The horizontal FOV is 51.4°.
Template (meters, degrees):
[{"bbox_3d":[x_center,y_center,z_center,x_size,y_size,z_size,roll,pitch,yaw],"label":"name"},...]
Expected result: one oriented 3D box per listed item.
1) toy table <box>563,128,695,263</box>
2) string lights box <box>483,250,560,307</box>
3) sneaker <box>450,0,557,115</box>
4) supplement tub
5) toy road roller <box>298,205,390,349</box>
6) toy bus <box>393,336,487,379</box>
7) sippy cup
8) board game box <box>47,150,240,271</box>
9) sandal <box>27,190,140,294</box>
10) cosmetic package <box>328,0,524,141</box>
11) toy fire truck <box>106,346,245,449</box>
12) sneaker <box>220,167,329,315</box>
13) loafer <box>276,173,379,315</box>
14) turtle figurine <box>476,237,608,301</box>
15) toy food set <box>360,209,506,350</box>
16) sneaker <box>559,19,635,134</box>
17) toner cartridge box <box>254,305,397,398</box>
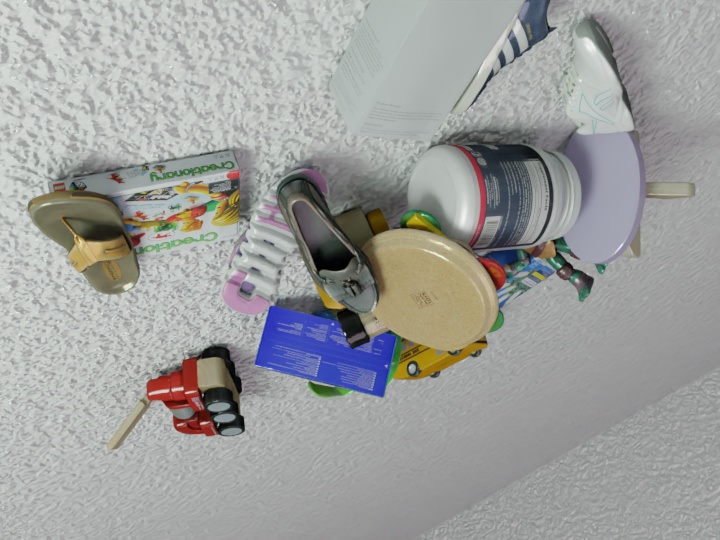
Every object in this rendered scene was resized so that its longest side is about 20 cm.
[{"bbox_3d":[0.363,-0.110,1.067,0.117,0.183,0.201,3,99,-43],"label":"toy table"},{"bbox_3d":[0.244,0.011,1.290,0.200,0.059,0.103,-37,149,22],"label":"string lights box"},{"bbox_3d":[0.157,-0.246,0.798,0.084,0.075,0.200,-1,143,-27],"label":"sneaker"},{"bbox_3d":[0.175,-0.096,0.988,0.199,0.141,0.141,-6,146,-29],"label":"supplement tub"},{"bbox_3d":[0.000,0.000,1.071,0.122,0.146,0.201,-24,113,2],"label":"toy road roller"},{"bbox_3d":[0.137,0.146,1.379,0.065,0.079,0.200,9,148,-40],"label":"toy bus"},{"bbox_3d":[-0.023,0.125,1.227,0.130,0.179,0.139,18,169,-35],"label":"sippy cup"},{"bbox_3d":[-0.237,-0.067,0.849,0.199,0.035,0.126,-13,150,-17],"label":"board game box"},{"bbox_3d":[-0.283,-0.019,0.801,0.080,0.054,0.200,-18,150,-7],"label":"sandal"},{"bbox_3d":[0.062,-0.230,0.755,0.112,0.081,0.200,-1,142,-34],"label":"cosmetic package"},{"bbox_3d":[-0.297,0.225,1.210,0.199,0.129,0.176,-8,149,-3],"label":"toy fire truck"},{"bbox_3d":[-0.113,-0.046,0.938,0.080,0.089,0.201,28,105,-21],"label":"sneaker"},{"bbox_3d":[-0.038,-0.018,0.884,0.072,0.063,0.200,-30,115,5],"label":"loafer"},{"bbox_3d":[0.273,-0.036,1.149,0.101,0.199,0.150,-60,170,-26],"label":"turtle figurine"},{"bbox_3d":[0.088,0.022,0.948,0.198,0.200,0.049,-42,-169,48],"label":"toy food set"},{"bbox_3d":[0.286,-0.227,0.930,0.080,0.071,0.200,-13,149,24],"label":"sneaker"},{"bbox_3d":[-0.051,0.123,1.129,0.199,0.096,0.043,14,170,2],"label":"toner cartridge box"}]
